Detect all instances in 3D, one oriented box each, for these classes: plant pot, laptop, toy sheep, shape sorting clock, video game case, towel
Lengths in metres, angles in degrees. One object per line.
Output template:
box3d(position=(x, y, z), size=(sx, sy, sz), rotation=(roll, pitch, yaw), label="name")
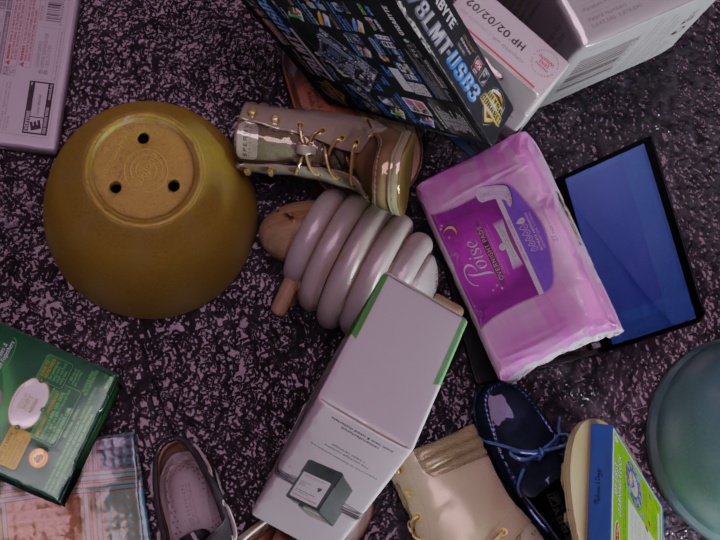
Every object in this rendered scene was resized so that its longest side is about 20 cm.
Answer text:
box3d(position=(-0.188, -0.068, 1.068), size=(0.198, 0.142, 0.202), rotation=(1, 78, -6), label="plant pot")
box3d(position=(0.186, -0.008, 1.123), size=(0.198, 0.103, 0.179), rotation=(-12, 79, -10), label="laptop")
box3d(position=(0.000, 0.000, 1.087), size=(0.199, 0.138, 0.139), rotation=(26, 76, 2), label="toy sheep")
box3d(position=(0.376, 0.150, 1.097), size=(0.198, 0.134, 0.202), rotation=(1, 78, -6), label="plant pot")
box3d(position=(0.223, 0.227, 1.049), size=(0.039, 0.200, 0.202), rotation=(-17, 78, 26), label="shape sorting clock")
box3d(position=(-0.362, -0.216, 1.140), size=(0.180, 0.022, 0.202), rotation=(7, 78, -6), label="video game case")
box3d(position=(-0.254, 0.249, 1.054), size=(0.145, 0.022, 0.202), rotation=(-7, 79, -9), label="towel")

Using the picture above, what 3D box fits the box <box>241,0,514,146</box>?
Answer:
box3d(position=(0.007, -0.193, 1.015), size=(0.198, 0.200, 0.050), rotation=(21, 74, 38), label="box")

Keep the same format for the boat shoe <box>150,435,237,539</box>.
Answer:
box3d(position=(-0.133, 0.229, 1.011), size=(0.073, 0.060, 0.201), rotation=(-18, 53, 0), label="boat shoe")

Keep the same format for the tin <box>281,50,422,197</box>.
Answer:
box3d(position=(-0.009, -0.153, 1.164), size=(0.111, 0.042, 0.202), rotation=(-14, 80, -6), label="tin")

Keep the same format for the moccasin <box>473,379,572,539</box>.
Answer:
box3d(position=(0.174, 0.186, 1.097), size=(0.080, 0.068, 0.201), rotation=(-31, 83, -12), label="moccasin")

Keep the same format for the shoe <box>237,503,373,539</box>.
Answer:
box3d(position=(-0.072, 0.250, 1.059), size=(0.199, 0.053, 0.070), rotation=(-31, 83, -12), label="shoe")

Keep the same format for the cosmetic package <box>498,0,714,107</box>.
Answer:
box3d(position=(0.211, -0.296, 1.156), size=(0.164, 0.165, 0.201), rotation=(-24, 83, -12), label="cosmetic package")

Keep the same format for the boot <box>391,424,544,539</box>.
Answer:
box3d(position=(0.052, 0.243, 1.069), size=(0.199, 0.073, 0.156), rotation=(-30, 78, -4), label="boot")

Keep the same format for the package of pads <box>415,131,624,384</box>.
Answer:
box3d(position=(0.141, -0.010, 1.093), size=(0.120, 0.076, 0.201), rotation=(-27, 77, 14), label="package of pads")

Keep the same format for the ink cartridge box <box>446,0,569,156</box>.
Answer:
box3d(position=(0.114, -0.180, 1.100), size=(0.115, 0.200, 0.068), rotation=(41, 76, 2), label="ink cartridge box")

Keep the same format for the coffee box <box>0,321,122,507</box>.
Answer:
box3d(position=(-0.322, 0.108, 1.053), size=(0.199, 0.044, 0.124), rotation=(22, 71, 2), label="coffee box")

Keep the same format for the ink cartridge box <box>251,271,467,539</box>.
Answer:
box3d(position=(-0.004, 0.123, 1.003), size=(0.084, 0.200, 0.146), rotation=(29, 49, -1), label="ink cartridge box")

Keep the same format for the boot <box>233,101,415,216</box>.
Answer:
box3d(position=(-0.033, -0.100, 1.037), size=(0.153, 0.200, 0.073), rotation=(9, 104, -4), label="boot")
